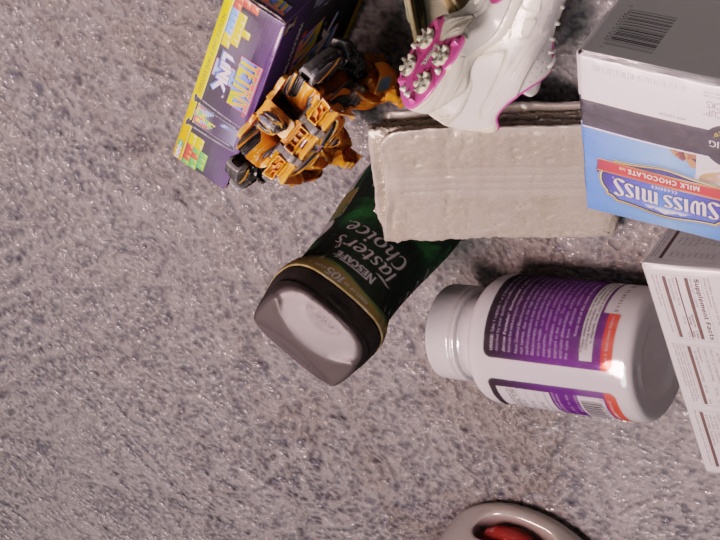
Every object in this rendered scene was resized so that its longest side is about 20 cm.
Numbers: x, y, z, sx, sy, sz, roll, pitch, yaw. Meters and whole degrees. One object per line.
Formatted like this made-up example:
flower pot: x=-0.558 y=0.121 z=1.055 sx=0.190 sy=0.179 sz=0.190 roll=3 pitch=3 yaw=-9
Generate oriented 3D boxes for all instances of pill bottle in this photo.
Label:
pill bottle: x=0.159 y=0.061 z=1.592 sx=0.200 sy=0.111 sz=0.111 roll=6 pitch=131 yaw=34

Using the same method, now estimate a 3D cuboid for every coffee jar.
coffee jar: x=0.000 y=0.000 z=1.585 sx=0.104 sy=0.200 sz=0.085 roll=40 pitch=141 yaw=-2

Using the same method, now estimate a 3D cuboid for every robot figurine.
robot figurine: x=-0.030 y=-0.117 z=1.480 sx=0.058 sy=0.200 sz=0.145 roll=42 pitch=109 yaw=7

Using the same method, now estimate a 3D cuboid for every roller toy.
roller toy: x=0.138 y=0.328 z=1.846 sx=0.200 sy=0.140 sz=0.182 roll=46 pitch=140 yaw=-8

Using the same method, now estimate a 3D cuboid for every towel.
towel: x=0.107 y=-0.076 z=1.505 sx=0.200 sy=0.034 sz=0.133 roll=0 pitch=139 yaw=5

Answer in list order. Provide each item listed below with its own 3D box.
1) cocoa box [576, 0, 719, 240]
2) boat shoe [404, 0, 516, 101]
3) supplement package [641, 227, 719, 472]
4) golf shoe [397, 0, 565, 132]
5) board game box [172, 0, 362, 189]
cocoa box: x=0.245 y=-0.132 z=1.269 sx=0.133 sy=0.200 sz=0.131 roll=16 pitch=136 yaw=26
boat shoe: x=0.071 y=-0.166 z=1.478 sx=0.073 sy=0.063 sz=0.201 roll=14 pitch=135 yaw=28
supplement package: x=0.311 y=0.031 z=1.411 sx=0.111 sy=0.156 sz=0.200 roll=5 pitch=131 yaw=37
golf shoe: x=0.116 y=-0.184 z=1.399 sx=0.091 sy=0.075 sz=0.200 roll=30 pitch=116 yaw=-28
board game box: x=-0.060 y=-0.181 z=1.485 sx=0.057 sy=0.165 sz=0.200 roll=34 pitch=141 yaw=6
